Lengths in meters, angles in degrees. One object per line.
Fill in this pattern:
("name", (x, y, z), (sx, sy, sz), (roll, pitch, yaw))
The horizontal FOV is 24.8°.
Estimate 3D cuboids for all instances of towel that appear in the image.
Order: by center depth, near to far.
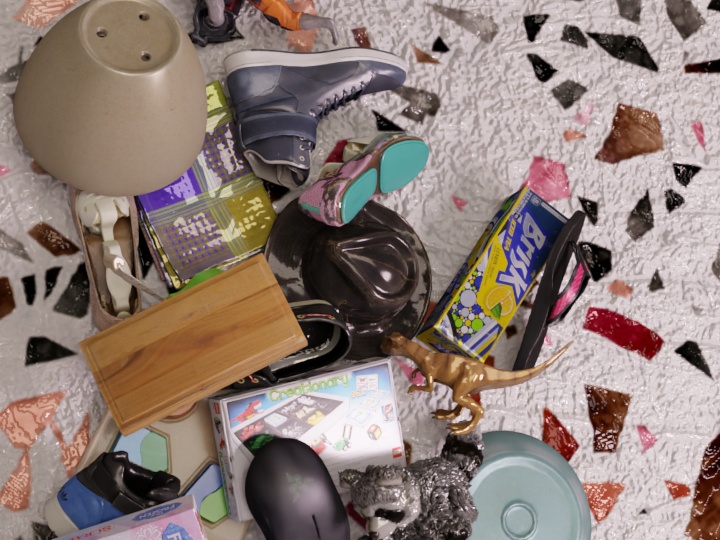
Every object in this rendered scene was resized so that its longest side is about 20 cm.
("towel", (-0.174, -0.092, 1.730), (0.144, 0.023, 0.200), (-20, 86, -20))

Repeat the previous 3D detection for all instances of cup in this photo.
("cup", (-0.241, -0.195, 1.638), (0.200, 0.143, 0.200), (7, 60, -13))

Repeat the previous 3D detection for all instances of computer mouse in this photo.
("computer mouse", (-0.046, 0.257, 1.638), (0.138, 0.053, 0.200), (-34, 117, -20))

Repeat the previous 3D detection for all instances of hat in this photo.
("hat", (0.000, 0.000, 1.728), (0.200, 0.081, 0.201), (4, 79, -23))

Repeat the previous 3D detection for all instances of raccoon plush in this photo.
("raccoon plush", (0.048, 0.202, 1.676), (0.134, 0.097, 0.200), (50, 30, -27))

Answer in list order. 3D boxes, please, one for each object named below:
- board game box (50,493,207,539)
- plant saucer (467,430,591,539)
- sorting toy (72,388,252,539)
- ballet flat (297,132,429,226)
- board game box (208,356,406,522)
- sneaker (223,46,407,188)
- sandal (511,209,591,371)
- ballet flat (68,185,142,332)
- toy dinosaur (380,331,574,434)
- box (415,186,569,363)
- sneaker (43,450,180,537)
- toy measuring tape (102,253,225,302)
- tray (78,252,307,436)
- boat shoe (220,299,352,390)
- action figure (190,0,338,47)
("board game box", (-0.223, 0.336, 1.550), (0.199, 0.041, 0.200), (-18, 105, -4))
("plant saucer", (0.165, 0.270, 1.758), (0.200, 0.036, 0.200), (4, 77, -18))
("sorting toy", (-0.171, 0.174, 1.667), (0.185, 0.036, 0.200), (28, 71, -11))
("ballet flat", (-0.001, -0.106, 1.751), (0.071, 0.069, 0.200), (19, 34, 25))
("board game box", (-0.051, 0.171, 1.678), (0.200, 0.035, 0.126), (-12, 96, -29))
("sneaker", (-0.040, -0.162, 1.753), (0.202, 0.077, 0.146), (-4, 72, -15))
("sandal", (0.218, 0.033, 1.786), (0.045, 0.075, 0.200), (19, 94, 19))
("ballet flat", (-0.253, -0.032, 1.665), (0.068, 0.067, 0.200), (-12, 82, -13))
("toy dinosaur", (0.115, 0.114, 1.708), (0.200, 0.060, 0.106), (10, 106, 3))
("box", (0.147, 0.009, 1.792), (0.070, 0.064, 0.200), (37, 71, -8))
("sneaker", (-0.200, 0.261, 1.593), (0.200, 0.077, 0.111), (45, 104, -6))
("toy measuring tape", (-0.171, 0.015, 1.661), (0.200, 0.074, 0.074), (38, 67, -37))
("tray", (-0.163, 0.072, 1.599), (0.200, 0.037, 0.099), (-27, 78, -5))
("boat shoe", (-0.107, 0.080, 1.643), (0.201, 0.063, 0.074), (-14, 114, -15))
("action figure", (-0.110, -0.338, 1.757), (0.193, 0.105, 0.200), (10, 72, -9))
